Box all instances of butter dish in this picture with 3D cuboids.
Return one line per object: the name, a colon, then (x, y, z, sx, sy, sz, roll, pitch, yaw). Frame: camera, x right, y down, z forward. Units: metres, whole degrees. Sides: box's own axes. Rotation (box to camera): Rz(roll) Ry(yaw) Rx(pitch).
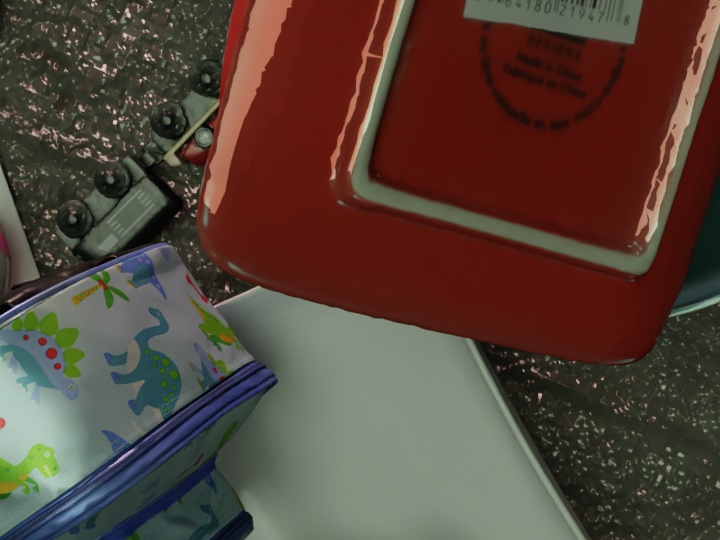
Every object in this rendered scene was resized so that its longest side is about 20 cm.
butter dish: (0.028, -0.088, 0.576, 0.200, 0.148, 0.200, 13, 98, -32)

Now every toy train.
toy train: (-0.066, -0.075, 0.780, 0.046, 0.034, 0.200, 45, 100, 2)

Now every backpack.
backpack: (-0.130, 0.091, 0.689, 0.200, 0.183, 0.147, -41, 87, 27)

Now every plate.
plate: (0.006, 0.088, 0.730, 0.199, 0.032, 0.200, -24, 98, 42)

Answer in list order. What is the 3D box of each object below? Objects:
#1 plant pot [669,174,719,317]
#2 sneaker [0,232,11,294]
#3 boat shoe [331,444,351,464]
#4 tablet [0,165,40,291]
plant pot: (0.110, -0.083, 0.694, 0.199, 0.135, 0.201, 0, 93, 11)
sneaker: (-0.254, 0.038, 0.779, 0.200, 0.088, 0.081, -35, 86, 10)
boat shoe: (0.000, 0.000, 0.754, 0.070, 0.066, 0.201, 5, 95, 11)
tablet: (-0.224, 0.009, 0.824, 0.130, 0.014, 0.201, -20, 90, 11)
